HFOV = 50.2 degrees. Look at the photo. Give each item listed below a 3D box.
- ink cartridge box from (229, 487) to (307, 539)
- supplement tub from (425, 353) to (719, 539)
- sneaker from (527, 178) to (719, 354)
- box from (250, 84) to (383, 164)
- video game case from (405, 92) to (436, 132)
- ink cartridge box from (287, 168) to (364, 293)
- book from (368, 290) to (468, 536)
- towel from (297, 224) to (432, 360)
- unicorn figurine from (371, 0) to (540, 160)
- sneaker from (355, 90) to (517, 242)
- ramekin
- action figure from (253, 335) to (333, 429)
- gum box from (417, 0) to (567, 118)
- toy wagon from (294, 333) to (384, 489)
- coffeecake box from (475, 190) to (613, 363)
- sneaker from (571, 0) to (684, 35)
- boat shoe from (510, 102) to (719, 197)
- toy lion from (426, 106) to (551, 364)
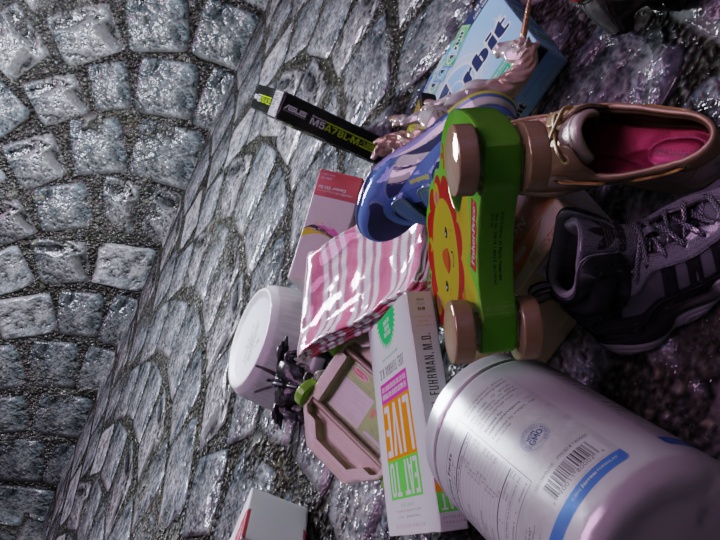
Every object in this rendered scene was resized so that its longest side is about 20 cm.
[{"bbox_3d":[-0.140,0.395,0.940,0.147,0.082,0.201,-111,44,-83],"label":"ink cartridge box"},{"bbox_3d":[0.140,0.145,0.514,0.133,0.131,0.200,-68,22,4],"label":"supplement tub"},{"bbox_3d":[0.205,-0.021,0.527,0.200,0.113,0.076,-51,30,37],"label":"sneaker"},{"bbox_3d":[-0.059,-0.222,1.179,0.048,0.192,0.200,-68,22,9],"label":"box"},{"bbox_3d":[0.065,-0.084,0.939,0.181,0.025,0.201,112,160,-45],"label":"video game case"},{"bbox_3d":[-0.045,-0.025,1.080,0.117,0.067,0.201,61,-137,-74],"label":"ink cartridge box"},{"bbox_3d":[0.052,0.135,0.704,0.134,0.048,0.202,121,143,-67],"label":"book"},{"bbox_3d":[0.000,0.000,0.833,0.199,0.030,0.147,-30,42,35],"label":"towel"},{"bbox_3d":[0.106,-0.174,0.796,0.137,0.074,0.201,-10,40,54],"label":"unicorn figurine"},{"bbox_3d":[0.069,-0.079,0.721,0.200,0.074,0.083,-40,48,34],"label":"sneaker"},{"bbox_3d":[-0.129,0.116,1.178,0.202,0.094,0.203,-46,33,42],"label":"ramekin"},{"bbox_3d":[-0.043,0.146,0.951,0.199,0.102,0.120,1,80,44],"label":"action figure"},{"bbox_3d":[0.147,-0.226,0.913,0.170,0.044,0.201,-56,27,29],"label":"gum box"},{"bbox_3d":[0.021,0.129,0.820,0.155,0.039,0.201,38,99,31],"label":"toy wagon"},{"bbox_3d":[0.142,-0.024,0.722,0.154,0.073,0.200,-60,24,24],"label":"coffeecake box"},{"bbox_3d":[0.270,-0.283,0.661,0.200,0.098,0.071,-40,17,9],"label":"sneaker"},{"bbox_3d":[0.175,-0.099,0.590,0.199,0.069,0.074,2,77,27],"label":"boat shoe"},{"bbox_3d":[0.084,-0.029,0.599,0.192,0.068,0.202,-108,14,-67],"label":"toy lion"}]
